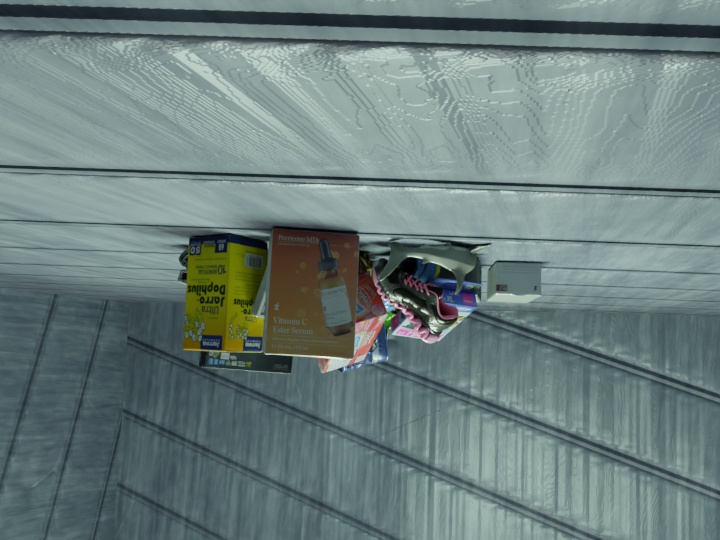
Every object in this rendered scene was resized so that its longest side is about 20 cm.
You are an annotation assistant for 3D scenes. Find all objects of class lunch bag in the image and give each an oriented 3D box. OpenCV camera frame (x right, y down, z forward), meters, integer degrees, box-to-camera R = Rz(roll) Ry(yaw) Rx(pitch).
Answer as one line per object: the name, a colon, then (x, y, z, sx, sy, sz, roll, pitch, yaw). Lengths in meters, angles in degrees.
lunch bag: (-0.012, 0.137, 1.578, 0.129, 0.140, 0.199, -12, -167, -21)

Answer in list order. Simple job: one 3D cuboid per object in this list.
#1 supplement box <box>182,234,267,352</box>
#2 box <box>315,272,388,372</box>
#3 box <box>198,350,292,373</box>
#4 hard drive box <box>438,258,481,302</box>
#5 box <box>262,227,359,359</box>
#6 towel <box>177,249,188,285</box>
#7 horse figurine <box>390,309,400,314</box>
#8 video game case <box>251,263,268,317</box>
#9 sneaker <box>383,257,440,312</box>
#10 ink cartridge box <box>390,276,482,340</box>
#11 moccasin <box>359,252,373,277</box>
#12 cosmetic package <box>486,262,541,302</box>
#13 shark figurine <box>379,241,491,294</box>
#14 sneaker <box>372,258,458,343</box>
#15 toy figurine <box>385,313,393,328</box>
supplement box: (-0.246, 0.045, 1.283, 0.107, 0.206, 0.109, -2, 173, 33)
box: (-0.030, 0.105, 1.366, 0.100, 0.096, 0.201, -15, 153, -23)
box: (-0.237, 0.133, 1.494, 0.195, 0.162, 0.051, 9, 171, -24)
hard drive box: (0.183, 0.023, 1.517, 0.151, 0.079, 0.200, 1, 174, 11)
box: (-0.085, 0.041, 1.177, 0.148, 0.206, 0.106, 3, 176, -9)
towel: (-0.257, 0.001, 1.462, 0.195, 0.088, 0.165, 2, 173, 15)
horse figurine: (0.067, 0.062, 1.532, 0.130, 0.051, 0.199, 19, -173, -35)
video game case: (-0.119, 0.023, 1.330, 0.018, 0.146, 0.199, 23, -175, 29)
sneaker: (0.067, 0.023, 1.388, 0.077, 0.067, 0.199, 11, 143, -43)
ink cartridge box: (0.152, 0.081, 1.414, 0.116, 0.043, 0.201, 9, 146, -20)
moccasin: (0.000, 0.002, 1.414, 0.076, 0.076, 0.201, -14, 166, 10)
cosmetic package: (0.333, 0.028, 1.539, 0.099, 0.076, 0.200, 2, 172, 4)
shark figurine: (0.146, -0.005, 1.233, 0.210, 0.092, 0.127, 4, 173, -35)
sneaker: (0.105, 0.041, 1.290, 0.095, 0.080, 0.200, -32, 115, 34)
toy figurine: (0.094, 0.063, 1.883, 0.197, 0.153, 0.183, -29, 174, 26)
